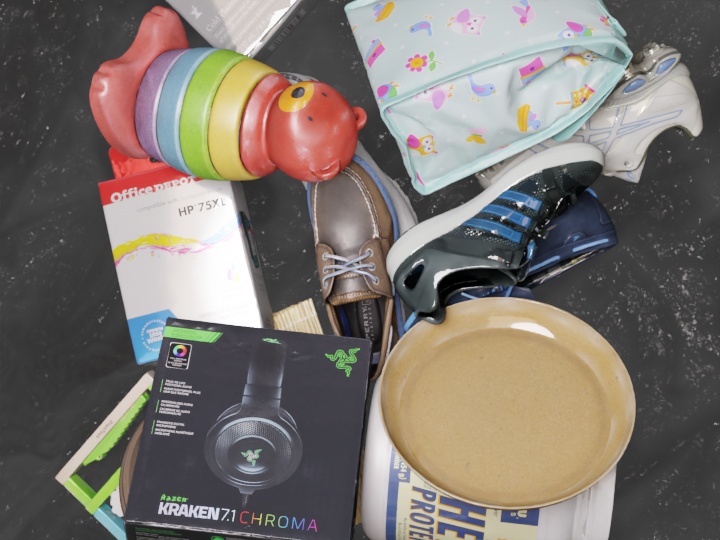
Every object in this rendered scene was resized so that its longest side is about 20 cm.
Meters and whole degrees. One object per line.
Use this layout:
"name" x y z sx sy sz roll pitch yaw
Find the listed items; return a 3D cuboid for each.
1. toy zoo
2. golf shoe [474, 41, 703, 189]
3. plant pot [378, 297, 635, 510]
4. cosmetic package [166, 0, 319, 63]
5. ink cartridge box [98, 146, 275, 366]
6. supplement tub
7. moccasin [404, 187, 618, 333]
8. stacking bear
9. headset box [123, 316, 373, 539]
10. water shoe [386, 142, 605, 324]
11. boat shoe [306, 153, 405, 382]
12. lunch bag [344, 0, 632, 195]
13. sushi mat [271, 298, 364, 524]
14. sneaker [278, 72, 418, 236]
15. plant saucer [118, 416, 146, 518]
"toy zoo" -0.155 0.203 1.318 0.200 0.020 0.131 43 100 4
"golf shoe" 0.196 -0.105 1.265 0.199 0.078 0.098 -30 101 10
"plant pot" 0.113 0.106 1.170 0.198 0.028 0.201 0 49 0
"cosmetic package" -0.135 -0.274 1.289 0.200 0.090 0.107 42 97 1
"ink cartridge box" -0.153 -0.028 1.295 0.115 0.067 0.202 -14 84 5
"supplement tub" 0.106 0.161 1.236 0.198 0.145 0.146 5 91 6
"moccasin" 0.129 0.009 1.265 0.200 0.080 0.068 -38 79 6
"stacking bear" -0.095 -0.123 1.202 0.199 0.114 0.122 15 51 24
"headset box" -0.083 0.140 1.192 0.173 0.093 0.201 7 53 2
"water shoe" 0.120 -0.026 1.210 0.199 0.072 0.079 -31 64 4
"boat shoe" 0.000 0.000 1.243 0.072 0.073 0.201 -10 116 13
"lunch bag" 0.105 -0.178 1.215 0.199 0.171 0.122 -24 132 5
"sushi mat" -0.054 0.135 1.318 0.095 0.012 0.201 -19 88 6
"sneaker" -0.020 -0.080 1.281 0.076 0.080 0.200 -38 88 3
"plant saucer" -0.102 0.168 1.247 0.198 0.030 0.201 1 53 -2
